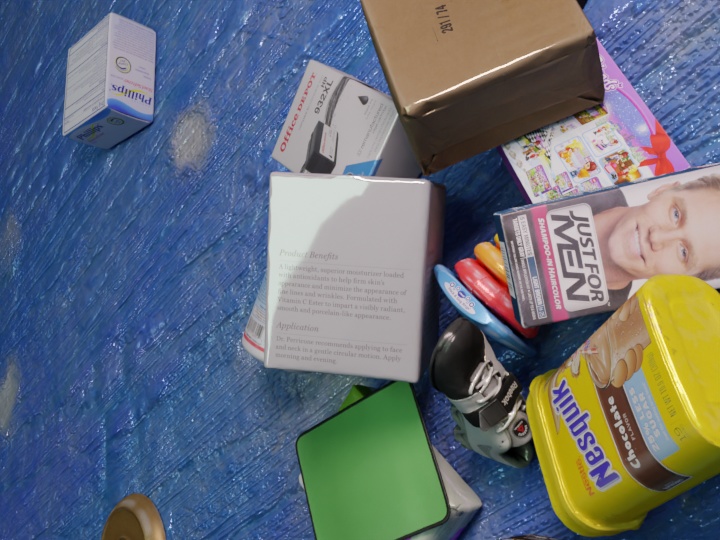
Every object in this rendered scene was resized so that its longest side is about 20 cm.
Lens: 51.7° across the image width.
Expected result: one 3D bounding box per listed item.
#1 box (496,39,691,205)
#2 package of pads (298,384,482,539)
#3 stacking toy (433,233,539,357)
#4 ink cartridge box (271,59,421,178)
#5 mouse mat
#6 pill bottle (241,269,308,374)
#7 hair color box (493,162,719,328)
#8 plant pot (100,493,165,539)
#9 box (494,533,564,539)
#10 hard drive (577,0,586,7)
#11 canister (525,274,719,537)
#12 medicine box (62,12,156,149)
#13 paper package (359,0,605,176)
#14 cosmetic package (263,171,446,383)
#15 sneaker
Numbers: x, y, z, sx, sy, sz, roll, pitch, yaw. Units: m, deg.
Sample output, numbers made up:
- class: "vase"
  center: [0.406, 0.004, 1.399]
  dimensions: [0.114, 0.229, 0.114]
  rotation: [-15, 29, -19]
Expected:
- class: "box"
  center: [0.206, -0.132, 0.722]
  dimensions: [0.136, 0.039, 0.201]
  rotation: [-25, 57, 8]
- class: "package of pads"
  center: [0.025, 0.254, 0.852]
  dimensions: [0.200, 0.068, 0.155]
  rotation: [46, 112, 41]
- class: "stacking toy"
  center: [0.181, -0.021, 0.746]
  dimensions: [0.200, 0.110, 0.116]
  rotation: [-48, 53, 8]
- class: "ink cartridge box"
  center: [-0.012, -0.167, 0.961]
  dimensions: [0.200, 0.083, 0.146]
  rotation: [39, 110, 42]
- class: "mouse mat"
  center: [0.006, 0.226, 0.824]
  dimensions: [0.200, 0.008, 0.162]
  rotation: [-35, 58, 32]
- class: "pill bottle"
  center: [-0.073, 0.023, 0.967]
  dimensions: [0.109, 0.108, 0.201]
  rotation: [30, 103, 44]
- class: "hair color box"
  center: [0.222, -0.022, 0.628]
  dimensions: [0.198, 0.061, 0.101]
  rotation: [-13, 94, 6]
- class: "plant pot"
  center: [-0.389, 0.479, 1.245]
  dimensions: [0.199, 0.027, 0.202]
  rotation: [-10, 75, 44]
- class: "box"
  center: [0.176, 0.261, 0.611]
  dimensions: [0.199, 0.192, 0.048]
  rotation: [-6, 79, 43]
- class: "hard drive"
  center: [0.201, -0.343, 0.821]
  dimensions: [0.140, 0.038, 0.201]
  rotation: [40, 109, 41]
- class: "canister"
  center: [0.223, 0.114, 0.603]
  dimensions: [0.200, 0.086, 0.149]
  rotation: [113, 153, -53]
- class: "medicine box"
  center: [-0.499, -0.370, 1.474]
  dimensions: [0.181, 0.103, 0.202]
  rotation: [-14, 72, 42]
- class: "paper package"
  center: [0.111, -0.224, 0.723]
  dimensions: [0.189, 0.104, 0.201]
  rotation: [-21, 57, 7]
- class: "cosmetic package"
  center: [0.000, 0.000, 0.800]
  dimensions: [0.163, 0.165, 0.202]
  rotation: [5, 95, 12]
- class: "sneaker"
  center: [0.128, 0.122, 0.711]
  dimensions: [0.088, 0.201, 0.074]
  rotation: [25, 64, 39]
